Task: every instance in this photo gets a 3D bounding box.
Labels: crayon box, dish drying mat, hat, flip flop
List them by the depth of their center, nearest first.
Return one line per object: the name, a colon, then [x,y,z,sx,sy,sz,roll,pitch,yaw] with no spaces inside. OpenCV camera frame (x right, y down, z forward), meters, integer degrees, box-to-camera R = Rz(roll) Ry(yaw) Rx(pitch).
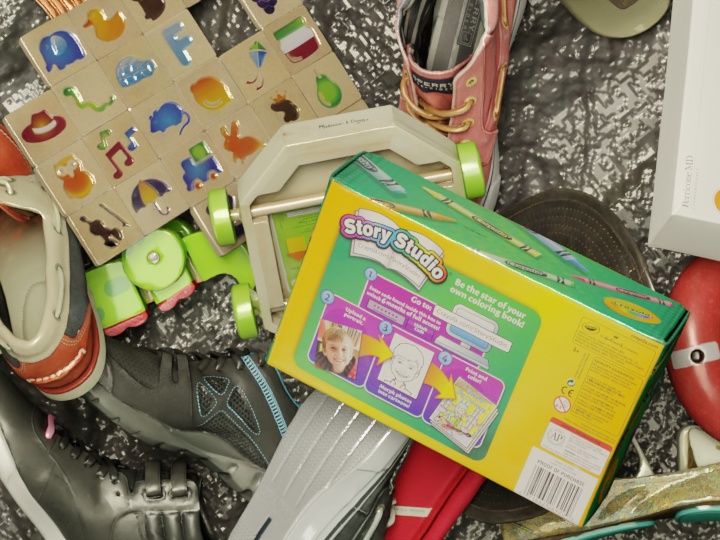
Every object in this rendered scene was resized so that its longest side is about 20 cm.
crayon box: [0.060,0.035,1.117,0.199,0.058,0.119,27,116,12]
flip flop: [0.117,-0.175,1.161,0.081,0.200,0.058,-25,55,22]
dish drying mat: [0.052,0.088,1.208,0.077,0.018,0.201,53,127,32]
hat: [0.119,0.053,1.224,0.081,0.200,0.202,11,99,-41]

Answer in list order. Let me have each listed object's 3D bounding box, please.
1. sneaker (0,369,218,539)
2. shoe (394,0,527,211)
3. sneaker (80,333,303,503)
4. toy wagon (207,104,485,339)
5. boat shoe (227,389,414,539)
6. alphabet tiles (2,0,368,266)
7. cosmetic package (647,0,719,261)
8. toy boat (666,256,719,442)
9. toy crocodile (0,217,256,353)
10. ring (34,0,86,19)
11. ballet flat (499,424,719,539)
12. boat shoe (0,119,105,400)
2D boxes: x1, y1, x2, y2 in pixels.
sneaker: [-0.155,0.122,1.260,0.099,0.071,0.201,-30,104,4]
shoe: [0.045,-0.098,1.207,0.071,0.091,0.202,15,97,18]
sneaker: [-0.096,0.072,1.240,0.199,0.073,0.082,31,90,-25]
toy wagon: [0.000,0.000,1.205,0.154,0.040,0.201,-10,128,0]
boat shoe: [-0.015,0.132,1.219,0.071,0.072,0.201,31,99,-41]
alphabet tiles: [-0.101,-0.095,1.217,0.199,0.008,0.168,-34,93,-24]
cosmetic package: [0.215,-0.105,1.175,0.082,0.051,0.202,10,67,-3]
toy boat: [0.272,0.032,1.187,0.198,0.131,0.132,-13,84,4]
toy crocodile: [-0.152,0.015,1.251,0.199,0.068,0.062,-21,95,5]
ring: [-0.241,-0.114,1.269,0.199,0.019,0.202,0,95,4]
ballet flat: [0.179,0.125,1.245,0.198,0.071,0.071,-9,95,5]
boat shoe: [-0.199,-0.018,1.190,0.071,0.063,0.201,-29,56,7]
